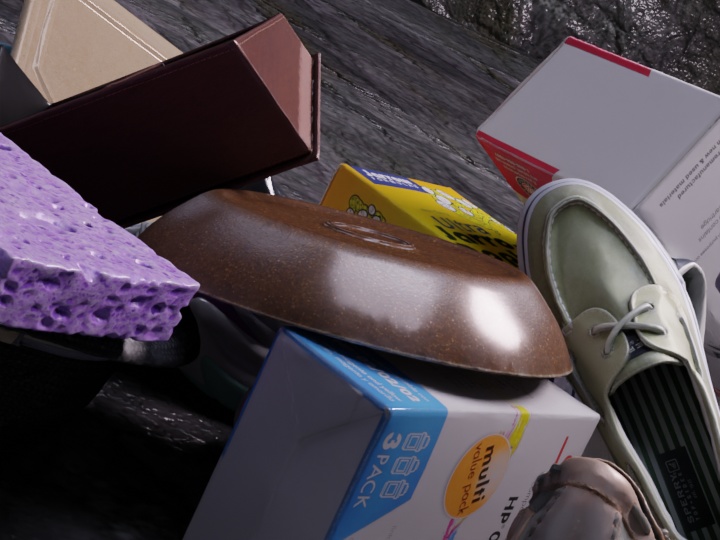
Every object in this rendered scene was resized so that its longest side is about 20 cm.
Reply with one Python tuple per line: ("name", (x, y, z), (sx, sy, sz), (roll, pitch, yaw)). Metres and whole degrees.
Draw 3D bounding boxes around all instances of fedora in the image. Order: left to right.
("fedora", (-0.169, 0.020, 0.827), (0.200, 0.092, 0.201), (27, 12, -6))

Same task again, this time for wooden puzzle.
("wooden puzzle", (-0.127, -0.067, 1.125), (0.185, 0.037, 0.200), (36, 35, -30))

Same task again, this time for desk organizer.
("desk organizer", (-0.124, -0.068, 0.926), (0.072, 0.199, 0.077), (-91, 155, -43))

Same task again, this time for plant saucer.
("plant saucer", (0.000, 0.000, 0.873), (0.200, 0.037, 0.200), (15, 7, -2))

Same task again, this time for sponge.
("sponge", (-0.165, -0.037, 0.772), (0.200, 0.030, 0.111), (36, 14, 30))

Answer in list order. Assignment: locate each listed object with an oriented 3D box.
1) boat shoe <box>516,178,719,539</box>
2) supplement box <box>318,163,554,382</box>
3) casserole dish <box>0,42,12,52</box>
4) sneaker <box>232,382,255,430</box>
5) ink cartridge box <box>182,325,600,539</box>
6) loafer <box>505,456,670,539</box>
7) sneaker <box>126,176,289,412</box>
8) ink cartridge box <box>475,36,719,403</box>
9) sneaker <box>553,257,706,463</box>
("boat shoe", (0.129, 0.043, 0.910), (0.062, 0.072, 0.200), (74, -8, -73))
("supplement box", (0.061, 0.037, 1.126), (0.109, 0.110, 0.200), (10, 21, -49))
("casserole dish", (-0.209, -0.069, 1.090), (0.200, 0.039, 0.121), (16, 53, -40))
("sneaker", (-0.004, 0.076, 0.959), (0.088, 0.082, 0.200), (33, 8, 33))
("ink cartridge box", (0.026, 0.093, 0.856), (0.068, 0.115, 0.200), (35, 17, 33))
("loafer", (0.089, 0.099, 0.747), (0.072, 0.063, 0.200), (23, 1, 11))
("sneaker", (-0.090, -0.020, 1.001), (0.199, 0.140, 0.078), (21, 16, -12))
("ink cartridge box", (0.175, -0.018, 1.105), (0.200, 0.084, 0.145), (50, -11, -36))
("sneaker", (0.130, 0.079, 0.962), (0.071, 0.201, 0.073), (-20, -37, 41))
